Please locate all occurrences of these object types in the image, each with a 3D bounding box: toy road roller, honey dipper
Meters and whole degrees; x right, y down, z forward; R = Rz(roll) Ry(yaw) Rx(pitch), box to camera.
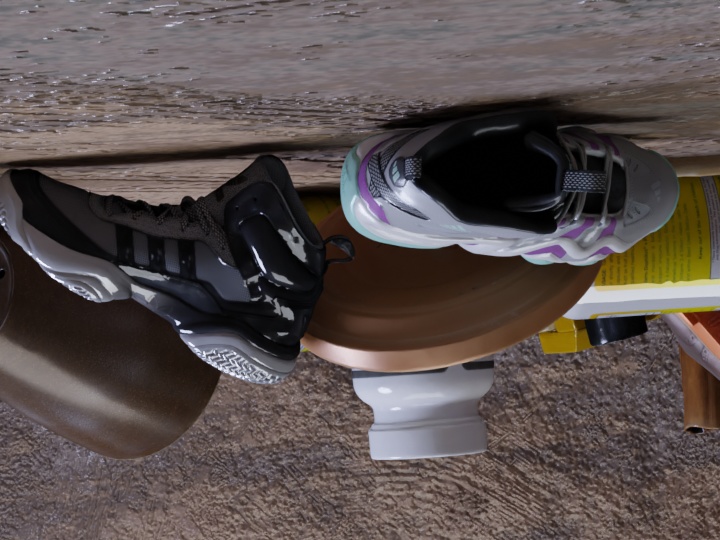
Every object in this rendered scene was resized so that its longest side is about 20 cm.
[{"bbox_3d":[0.247,0.003,1.813,0.145,0.124,0.200,-15,-179,-22],"label":"toy road roller"},{"bbox_3d":[0.202,-0.065,1.163,0.199,0.038,0.038,-7,180,-39],"label":"honey dipper"}]

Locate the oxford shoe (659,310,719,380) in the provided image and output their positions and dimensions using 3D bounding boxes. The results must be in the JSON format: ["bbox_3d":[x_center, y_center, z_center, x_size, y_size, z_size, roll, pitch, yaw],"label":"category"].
[{"bbox_3d":[0.238,0.018,1.405,0.071,0.200,0.073,-26,150,-17],"label":"oxford shoe"}]

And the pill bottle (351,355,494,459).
[{"bbox_3d":[0.047,0.047,1.494,0.115,0.202,0.116,-3,177,0],"label":"pill bottle"}]

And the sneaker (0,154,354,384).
[{"bbox_3d":[-0.101,-0.028,1.056,0.199,0.114,0.076,31,-163,-12],"label":"sneaker"}]

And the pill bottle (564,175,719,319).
[{"bbox_3d":[0.191,-0.020,1.321,0.198,0.105,0.104,-3,177,-4],"label":"pill bottle"}]

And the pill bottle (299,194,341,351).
[{"bbox_3d":[0.000,0.000,1.369,0.198,0.113,0.112,-3,177,-19],"label":"pill bottle"}]

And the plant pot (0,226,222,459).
[{"bbox_3d":[-0.235,0.039,1.450,0.186,0.189,0.200,-5,164,33],"label":"plant pot"}]

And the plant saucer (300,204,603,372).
[{"bbox_3d":[0.047,-0.011,1.128,0.199,0.033,0.201,-13,-149,8],"label":"plant saucer"}]

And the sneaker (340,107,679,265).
[{"bbox_3d":[0.101,-0.043,0.964,0.198,0.078,0.140,-3,178,-22],"label":"sneaker"}]

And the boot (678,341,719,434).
[{"bbox_3d":[0.280,0.032,1.525,0.068,0.202,0.188,-4,177,2],"label":"boot"}]
